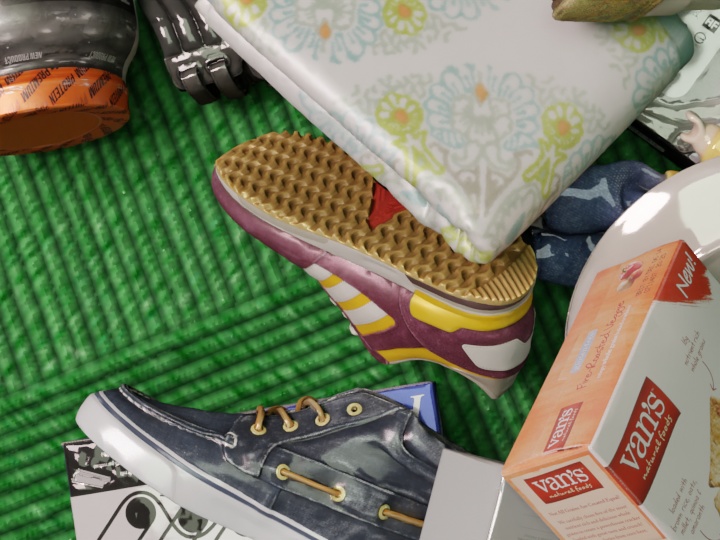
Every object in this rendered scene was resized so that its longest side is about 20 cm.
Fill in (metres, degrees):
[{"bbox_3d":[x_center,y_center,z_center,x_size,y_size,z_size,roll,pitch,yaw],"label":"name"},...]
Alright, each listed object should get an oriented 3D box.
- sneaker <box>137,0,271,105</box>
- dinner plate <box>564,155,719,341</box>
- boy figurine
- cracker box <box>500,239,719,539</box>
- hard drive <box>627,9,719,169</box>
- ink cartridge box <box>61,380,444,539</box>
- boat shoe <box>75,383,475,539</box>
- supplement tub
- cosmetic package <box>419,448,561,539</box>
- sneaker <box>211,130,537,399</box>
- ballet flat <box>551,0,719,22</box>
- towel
[{"bbox_3d":[-0.040,-0.106,0.784,0.099,0.071,0.200,-43,78,3],"label":"sneaker"},{"bbox_3d":[0.201,0.037,0.723,0.198,0.024,0.202,1,114,3],"label":"dinner plate"},{"bbox_3d":[0.176,-0.023,0.748,0.198,0.065,0.125,4,120,4],"label":"boy figurine"},{"bbox_3d":[0.165,0.104,0.664,0.200,0.058,0.134,47,49,-16],"label":"cracker box"},{"bbox_3d":[0.181,-0.173,0.782,0.139,0.038,0.200,37,88,7],"label":"hard drive"},{"bbox_3d":[-0.051,0.120,0.774,0.198,0.044,0.095,-10,86,4],"label":"ink cartridge box"},{"bbox_3d":[-0.035,0.087,0.720,0.199,0.071,0.091,29,90,-2],"label":"boat shoe"},{"bbox_3d":[-0.186,-0.170,0.773,0.122,0.123,0.202,-12,84,4],"label":"supplement tub"},{"bbox_3d":[0.106,0.178,0.694,0.199,0.052,0.152,18,84,-35],"label":"cosmetic package"},{"bbox_3d":[0.000,0.000,0.766,0.199,0.091,0.075,29,48,30],"label":"sneaker"},{"bbox_3d":[0.172,-0.165,0.705,0.071,0.071,0.200,43,63,7],"label":"ballet flat"},{"bbox_3d":[0.042,-0.121,0.723,0.200,0.048,0.171,42,69,11],"label":"towel"}]
